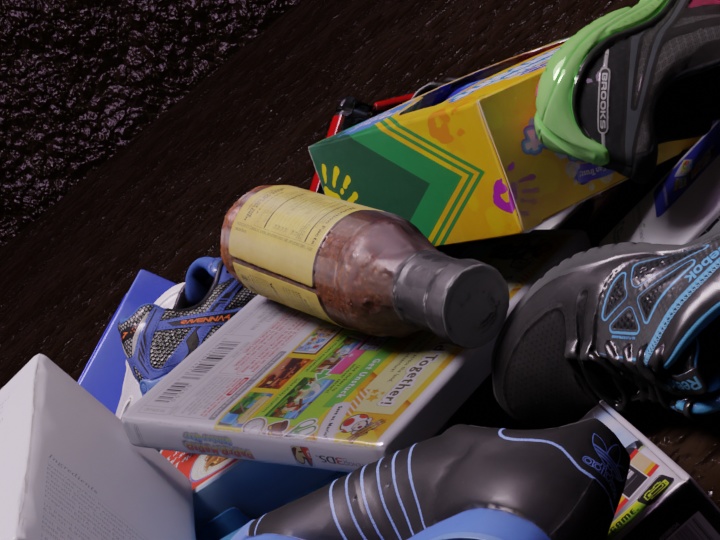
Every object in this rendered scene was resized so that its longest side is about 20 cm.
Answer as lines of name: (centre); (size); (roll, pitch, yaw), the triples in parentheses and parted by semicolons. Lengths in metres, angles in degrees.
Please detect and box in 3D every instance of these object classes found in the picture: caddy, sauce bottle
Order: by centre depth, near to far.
sauce bottle: (0.000, 0.000, 0.836); (0.066, 0.066, 0.200); (-46, 33, -16)
caddy: (-0.155, 0.099, 1.178); (0.201, 0.105, 0.141); (-64, 9, -22)

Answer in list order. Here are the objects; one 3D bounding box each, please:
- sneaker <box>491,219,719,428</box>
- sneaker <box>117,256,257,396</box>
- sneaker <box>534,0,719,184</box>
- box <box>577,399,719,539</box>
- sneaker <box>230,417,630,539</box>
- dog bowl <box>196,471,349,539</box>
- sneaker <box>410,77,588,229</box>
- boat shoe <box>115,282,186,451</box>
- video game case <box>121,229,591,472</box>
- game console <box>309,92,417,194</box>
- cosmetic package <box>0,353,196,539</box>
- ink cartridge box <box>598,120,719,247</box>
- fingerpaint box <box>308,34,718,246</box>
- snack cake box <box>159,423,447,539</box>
sneaker: (0.127, 0.028, 0.708); (0.200, 0.073, 0.082); (-31, 19, 39)
sneaker: (-0.066, 0.018, 0.995); (0.200, 0.079, 0.075); (-34, 0, -45)
sneaker: (0.169, -0.107, 0.779); (0.200, 0.084, 0.077); (-42, -26, -19)
box: (0.050, 0.144, 0.656); (0.200, 0.035, 0.110); (-42, 14, 0)
sneaker: (0.023, 0.104, 0.647); (0.200, 0.070, 0.078); (-15, 25, 49)
dog bowl: (-0.041, 0.157, 0.829); (0.200, 0.050, 0.112); (-34, 16, 32)
sneaker: (0.080, -0.087, 1.077); (0.076, 0.115, 0.201); (-41, 14, 3)
boat shoe: (-0.132, 0.106, 1.057); (0.201, 0.072, 0.068); (-65, 16, 0)
video game case: (0.000, 0.036, 0.864); (0.181, 0.023, 0.200); (1, 31, 40)
game console: (0.027, -0.062, 1.221); (0.200, 0.118, 0.173); (104, -177, -82)
cosmetic package: (-0.187, 0.180, 0.807); (0.199, 0.123, 0.200); (-43, 22, 9)
ink cartridge box: (0.192, -0.053, 0.775); (0.200, 0.039, 0.100); (-50, 10, 24)
fingerpaint box: (0.099, -0.081, 0.889); (0.199, 0.074, 0.167); (-26, 10, -30)
snack cake box: (-0.042, 0.106, 0.940); (0.200, 0.067, 0.115); (-35, 17, 27)
